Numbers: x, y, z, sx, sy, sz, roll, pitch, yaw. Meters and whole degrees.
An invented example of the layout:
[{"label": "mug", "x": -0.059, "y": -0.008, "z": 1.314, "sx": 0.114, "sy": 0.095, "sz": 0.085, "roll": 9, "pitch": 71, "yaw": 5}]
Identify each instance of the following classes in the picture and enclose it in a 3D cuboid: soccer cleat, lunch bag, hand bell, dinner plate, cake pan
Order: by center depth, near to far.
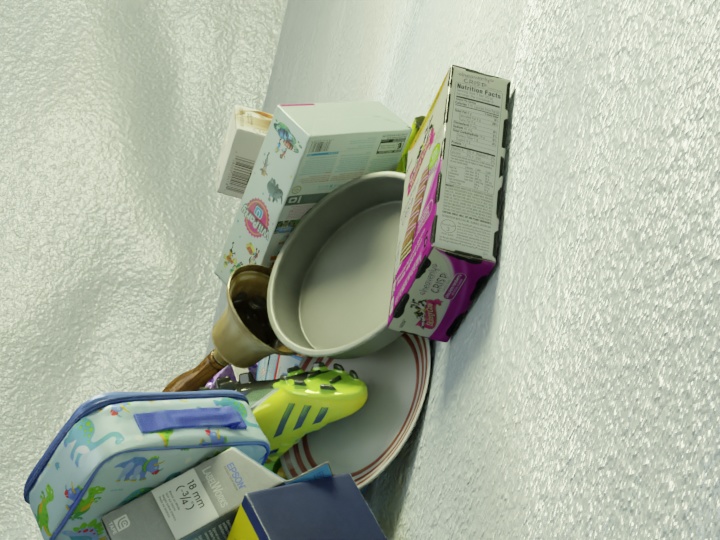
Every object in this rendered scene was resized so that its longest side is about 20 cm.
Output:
[{"label": "lunch bag", "x": -0.190, "y": 0.178, "z": 1.636, "sx": 0.161, "sy": 0.199, "sz": 0.083, "roll": -54, "pitch": 53, "yaw": 34}, {"label": "dinner plate", "x": -0.002, "y": 0.122, "z": 1.690, "sx": 0.200, "sy": 0.024, "sz": 0.201, "roll": -28, "pitch": 47, "yaw": 36}, {"label": "soccer cleat", "x": -0.069, "y": 0.136, "z": 1.705, "sx": 0.065, "sy": 0.199, "sz": 0.084, "roll": -23, "pitch": -78, "yaw": -52}, {"label": "cake pan", "x": 0.000, "y": 0.000, "z": 1.711, "sx": 0.200, "sy": 0.037, "sz": 0.201, "roll": -23, "pitch": 47, "yaw": 27}, {"label": "hand bell", "x": -0.145, "y": 0.094, "z": 1.801, "sx": 0.200, "sy": 0.104, "sz": 0.104, "roll": -43, "pitch": 27, "yaw": 33}]

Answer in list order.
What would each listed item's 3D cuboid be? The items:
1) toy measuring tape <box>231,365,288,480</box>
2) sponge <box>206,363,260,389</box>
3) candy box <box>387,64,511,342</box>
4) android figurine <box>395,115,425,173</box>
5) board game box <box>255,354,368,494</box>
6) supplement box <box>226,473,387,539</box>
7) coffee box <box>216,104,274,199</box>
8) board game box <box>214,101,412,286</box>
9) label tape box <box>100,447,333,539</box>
[{"label": "toy measuring tape", "x": -0.090, "y": 0.129, "z": 1.807, "sx": 0.074, "sy": 0.073, "sz": 0.201, "roll": 114, "pitch": 145, "yaw": -44}, {"label": "sponge", "x": -0.162, "y": 0.177, "z": 1.937, "sx": 0.200, "sy": 0.111, "sz": 0.030, "roll": -52, "pitch": 47, "yaw": 5}, {"label": "candy box", "x": 0.077, "y": -0.059, "z": 1.582, "sx": 0.137, "sy": 0.061, "sz": 0.201, "roll": 117, "pitch": 165, "yaw": -53}, {"label": "android figurine", "x": 0.039, "y": -0.053, "z": 1.857, "sx": 0.182, "sy": 0.041, "sz": 0.201, "roll": -92, "pitch": 19, "yaw": -58}, {"label": "board game box", "x": -0.045, "y": 0.126, "z": 1.832, "sx": 0.200, "sy": 0.036, "sz": 0.152, "roll": 20, "pitch": 101, "yaw": 57}, {"label": "supplement box", "x": -0.059, "y": 0.291, "z": 1.601, "sx": 0.110, "sy": 0.108, "sz": 0.201, "roll": 58, "pitch": 142, "yaw": 35}, {"label": "coffee box", "x": -0.053, "y": -0.108, "z": 1.995, "sx": 0.114, "sy": 0.199, "sz": 0.080, "roll": -105, "pitch": 32, "yaw": -70}, {"label": "board game box", "x": -0.048, "y": -0.069, "z": 1.826, "sx": 0.064, "sy": 0.147, "sz": 0.201, "roll": 42, "pitch": 122, "yaw": 34}, {"label": "label tape box", "x": -0.118, "y": 0.230, "z": 1.635, "sx": 0.063, "sy": 0.199, "sz": 0.144, "roll": 57, "pitch": 170, "yaw": 34}]
